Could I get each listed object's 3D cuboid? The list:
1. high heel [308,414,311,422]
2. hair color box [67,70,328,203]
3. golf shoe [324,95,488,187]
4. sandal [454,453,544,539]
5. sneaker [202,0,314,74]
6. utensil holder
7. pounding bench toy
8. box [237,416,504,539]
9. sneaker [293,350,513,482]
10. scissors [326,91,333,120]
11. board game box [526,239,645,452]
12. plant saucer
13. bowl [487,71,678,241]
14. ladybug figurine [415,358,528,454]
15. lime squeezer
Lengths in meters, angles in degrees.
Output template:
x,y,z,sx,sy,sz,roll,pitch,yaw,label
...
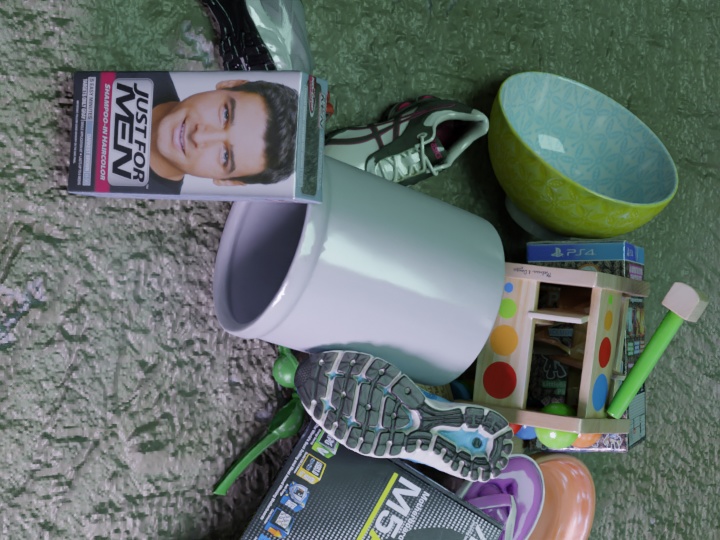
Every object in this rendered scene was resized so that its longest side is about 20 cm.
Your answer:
x,y,z,sx,sy,sz,roll,pitch,yaw,label
0.040,0.177,1.472,0.199,0.071,0.143,15,104,-15,high heel
-0.129,-0.106,1.291,0.061,0.199,0.100,5,88,-70,hair color box
0.028,-0.106,1.497,0.200,0.088,0.077,-37,115,-30,golf shoe
0.102,0.239,1.453,0.202,0.050,0.083,-38,99,-29,sandal
-0.093,-0.243,1.411,0.079,0.074,0.201,-37,120,-43,sneaker
0.000,0.000,1.398,0.199,0.170,0.171,19,79,-26,utensil holder
0.201,0.081,1.441,0.124,0.199,0.157,10,87,-59,pounding bench toy
-0.008,0.253,1.380,0.193,0.048,0.200,32,73,0,box
0.027,0.127,1.387,0.199,0.090,0.079,26,80,-20,sneaker
-0.110,-0.110,1.421,0.199,0.073,0.014,-26,79,-15,scissors
0.224,0.073,1.608,0.159,0.096,0.201,7,82,-74,board game box
0.151,0.263,1.606,0.200,0.037,0.201,-23,127,-34,plant saucer
0.202,-0.093,1.615,0.199,0.200,0.108,-6,138,-40,bowl
0.089,0.130,1.544,0.200,0.072,0.136,7,62,-52,ladybug figurine
-0.080,0.104,1.453,0.070,0.038,0.201,11,83,-7,lime squeezer
